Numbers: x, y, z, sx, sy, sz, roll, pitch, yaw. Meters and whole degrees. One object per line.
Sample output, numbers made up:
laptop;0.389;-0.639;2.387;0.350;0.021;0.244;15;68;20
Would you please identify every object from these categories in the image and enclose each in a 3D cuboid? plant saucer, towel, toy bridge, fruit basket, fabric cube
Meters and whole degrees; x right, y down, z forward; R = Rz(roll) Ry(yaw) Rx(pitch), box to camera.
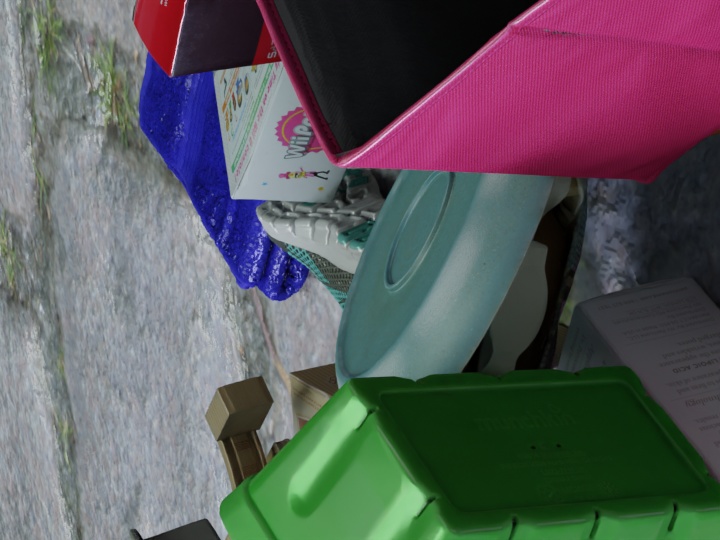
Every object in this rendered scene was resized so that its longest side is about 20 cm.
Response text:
plant saucer;0.036;-0.015;1.074;0.200;0.027;0.200;-59;14;23
towel;-0.089;-0.089;1.520;0.200;0.049;0.148;52;145;42
toy bridge;-0.030;0.147;1.131;0.200;0.027;0.067;64;152;23
fruit basket;0.046;0.153;1.010;0.156;0.215;0.216;55;146;38
fabric cube;0.083;-0.164;0.896;0.200;0.199;0.196;-37;67;36

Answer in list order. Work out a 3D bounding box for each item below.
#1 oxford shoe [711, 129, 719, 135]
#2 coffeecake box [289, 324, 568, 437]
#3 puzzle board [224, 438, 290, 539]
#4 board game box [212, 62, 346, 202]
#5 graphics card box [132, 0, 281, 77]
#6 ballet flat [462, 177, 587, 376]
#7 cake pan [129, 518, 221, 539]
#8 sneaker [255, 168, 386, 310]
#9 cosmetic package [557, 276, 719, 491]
oxford shoe;0.124;-0.154;1.031;0.071;0.072;0.200;9;109;63
coffeecake box;0.052;0.141;1.208;0.073;0.153;0.200;26;123;59
puzzle board;-0.034;0.198;1.213;0.151;0.017;0.200;64;152;25
board game box;-0.041;-0.161;1.324;0.148;0.064;0.200;116;151;-53
graphics card box;-0.004;-0.166;1.140;0.051;0.200;0.126;59;147;35
ballet flat;0.078;-0.010;1.132;0.071;0.069;0.200;122;159;-68
cake pan;-0.044;0.200;1.095;0.200;0.037;0.200;59;173;12
sneaker;0.000;0.000;1.354;0.200;0.078;0.091;33;142;64
cosmetic package;0.165;0.105;1.060;0.200;0.074;0.102;53;145;38
